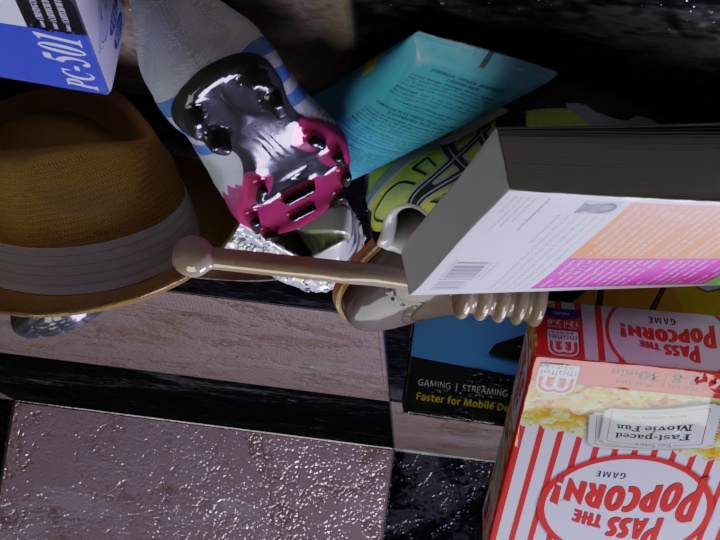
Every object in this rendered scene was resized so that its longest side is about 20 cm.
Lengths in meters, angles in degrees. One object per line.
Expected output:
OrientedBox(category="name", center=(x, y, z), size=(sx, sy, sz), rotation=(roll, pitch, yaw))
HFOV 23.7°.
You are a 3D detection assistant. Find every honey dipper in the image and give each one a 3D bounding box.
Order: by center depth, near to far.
OrientedBox(category="honey dipper", center=(0.000, 0.000, 0.911), size=(0.200, 0.038, 0.038), rotation=(8, 169, -8))

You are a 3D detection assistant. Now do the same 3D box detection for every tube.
OrientedBox(category="tube", center=(0.012, -0.082, 0.882), size=(0.077, 0.050, 0.200), rotation=(7, 167, -28))

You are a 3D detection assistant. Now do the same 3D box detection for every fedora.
OrientedBox(category="fedora", center=(-0.165, -0.050, 0.962), size=(0.200, 0.082, 0.201), rotation=(-4, -147, 3))

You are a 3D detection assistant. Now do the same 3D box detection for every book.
OrientedBox(category="book", center=(0.137, -0.024, 0.857), size=(0.200, 0.048, 0.134), rotation=(-1, 157, -21))

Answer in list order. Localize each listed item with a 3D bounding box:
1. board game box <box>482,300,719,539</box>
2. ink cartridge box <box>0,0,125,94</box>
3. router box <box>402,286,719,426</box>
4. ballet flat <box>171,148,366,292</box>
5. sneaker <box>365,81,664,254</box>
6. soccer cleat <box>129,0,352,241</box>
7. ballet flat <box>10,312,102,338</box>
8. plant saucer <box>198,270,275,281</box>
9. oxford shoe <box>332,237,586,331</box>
OrientedBox(category="board game box", center=(0.159, 0.105, 1.006), size=(0.151, 0.046, 0.200), rotation=(5, 136, -2))
OrientedBox(category="ink cartridge box", center=(-0.160, -0.131, 0.739), size=(0.094, 0.044, 0.200), rotation=(9, 169, -1))
OrientedBox(category="router box", center=(0.133, 0.027, 1.063), size=(0.200, 0.149, 0.051), rotation=(7, -178, 0))
OrientedBox(category="ballet flat", center=(-0.047, -0.031, 1.112), size=(0.072, 0.072, 0.200), rotation=(-1, 167, 39))
OrientedBox(category="sneaker", center=(0.080, -0.050, 0.909), size=(0.075, 0.077, 0.200), rotation=(18, 164, -35))
OrientedBox(category="soccer cleat", center=(-0.057, -0.083, 0.837), size=(0.070, 0.086, 0.200), rotation=(-30, 158, 0))
OrientedBox(category="ballet flat", center=(-0.154, -0.021, 1.065), size=(0.057, 0.066, 0.200), rotation=(-33, -174, 33))
OrientedBox(category="plant saucer", center=(-0.141, -0.029, 1.277), size=(0.200, 0.035, 0.200), rotation=(6, 169, 1))
OrientedBox(category="oxford shoe", center=(0.075, -0.003, 0.979), size=(0.200, 0.073, 0.071), rotation=(-24, 137, 18))
